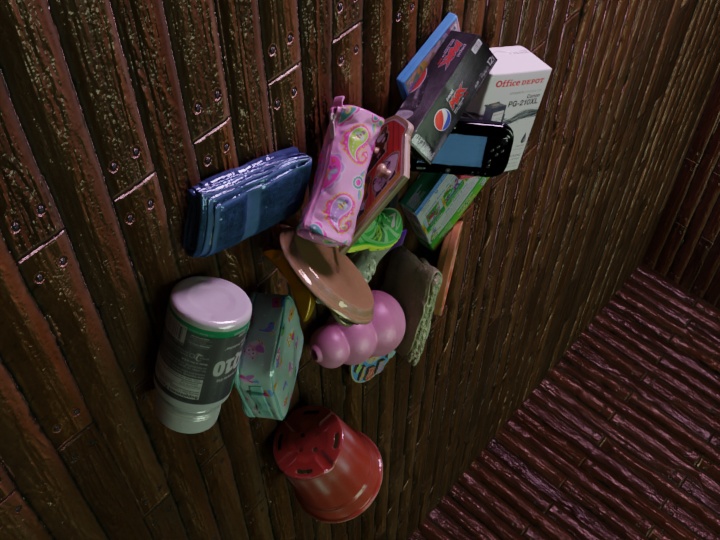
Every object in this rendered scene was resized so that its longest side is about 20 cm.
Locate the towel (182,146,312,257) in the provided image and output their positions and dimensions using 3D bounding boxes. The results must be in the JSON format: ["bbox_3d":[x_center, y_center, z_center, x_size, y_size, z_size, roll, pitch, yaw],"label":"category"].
[{"bbox_3d":[-0.148,-0.090,1.121,0.199,0.048,0.113,-31,147,-43],"label":"towel"}]

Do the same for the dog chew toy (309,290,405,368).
[{"bbox_3d":[-0.011,0.116,1.550,0.198,0.124,0.126,-24,142,-35],"label":"dog chew toy"}]

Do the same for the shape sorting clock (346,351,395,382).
[{"bbox_3d":[0.043,0.150,1.775,0.200,0.039,0.201,-42,153,-28],"label":"shape sorting clock"}]

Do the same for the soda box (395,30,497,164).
[{"bbox_3d":[0.124,-0.269,1.301,0.063,0.070,0.201,38,83,-40],"label":"soda box"}]

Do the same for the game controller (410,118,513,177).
[{"bbox_3d":[0.150,-0.204,1.386,0.042,0.196,0.106,-88,-176,-54],"label":"game controller"}]

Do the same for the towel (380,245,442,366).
[{"bbox_3d":[0.088,0.066,1.616,0.036,0.148,0.203,-4,117,-35],"label":"towel"}]

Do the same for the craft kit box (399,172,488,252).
[{"bbox_3d":[0.168,-0.158,1.621,0.201,0.048,0.198,-52,153,-7],"label":"craft kit box"}]

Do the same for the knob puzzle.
[{"bbox_3d":[0.012,-0.151,1.246,0.030,0.220,0.222,24,104,-21],"label":"knob puzzle"}]

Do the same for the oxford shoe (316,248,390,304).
[{"bbox_3d":[0.000,0.000,1.483,0.200,0.057,0.076,-41,149,-25],"label":"oxford shoe"}]

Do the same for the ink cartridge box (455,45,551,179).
[{"bbox_3d":[0.226,-0.272,1.450,0.143,0.084,0.202,-14,134,-33],"label":"ink cartridge box"}]

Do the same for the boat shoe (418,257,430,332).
[{"bbox_3d":[0.107,0.067,1.734,0.062,0.074,0.204,-19,131,-20],"label":"boat shoe"}]

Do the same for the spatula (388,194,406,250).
[{"bbox_3d":[0.060,-0.099,1.519,0.056,0.021,0.202,-26,143,-20],"label":"spatula"}]

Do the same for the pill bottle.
[{"bbox_3d":[-0.223,0.119,1.162,0.112,0.113,0.202,-23,141,-49],"label":"pill bottle"}]

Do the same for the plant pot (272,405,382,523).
[{"bbox_3d":[-0.075,0.375,1.678,0.201,0.200,0.196,-49,146,-14],"label":"plant pot"}]

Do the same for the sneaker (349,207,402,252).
[{"bbox_3d":[0.016,-0.081,1.400,0.199,0.074,0.084,-17,139,-54],"label":"sneaker"}]

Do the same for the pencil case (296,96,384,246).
[{"bbox_3d":[-0.030,-0.134,1.173,0.087,0.086,0.203,21,83,-65],"label":"pencil case"}]

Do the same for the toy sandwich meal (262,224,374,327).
[{"bbox_3d":[-0.064,0.014,1.230,0.070,0.206,0.204,-44,159,18],"label":"toy sandwich meal"}]

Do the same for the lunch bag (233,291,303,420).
[{"bbox_3d":[-0.145,0.137,1.300,0.201,0.076,0.162,84,17,-58],"label":"lunch bag"}]

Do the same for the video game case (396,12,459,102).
[{"bbox_3d":[0.126,-0.307,1.389,0.144,0.018,0.200,-52,156,-10],"label":"video game case"}]

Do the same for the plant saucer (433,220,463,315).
[{"bbox_3d":[0.177,-0.007,1.757,0.200,0.032,0.204,13,90,-83],"label":"plant saucer"}]
